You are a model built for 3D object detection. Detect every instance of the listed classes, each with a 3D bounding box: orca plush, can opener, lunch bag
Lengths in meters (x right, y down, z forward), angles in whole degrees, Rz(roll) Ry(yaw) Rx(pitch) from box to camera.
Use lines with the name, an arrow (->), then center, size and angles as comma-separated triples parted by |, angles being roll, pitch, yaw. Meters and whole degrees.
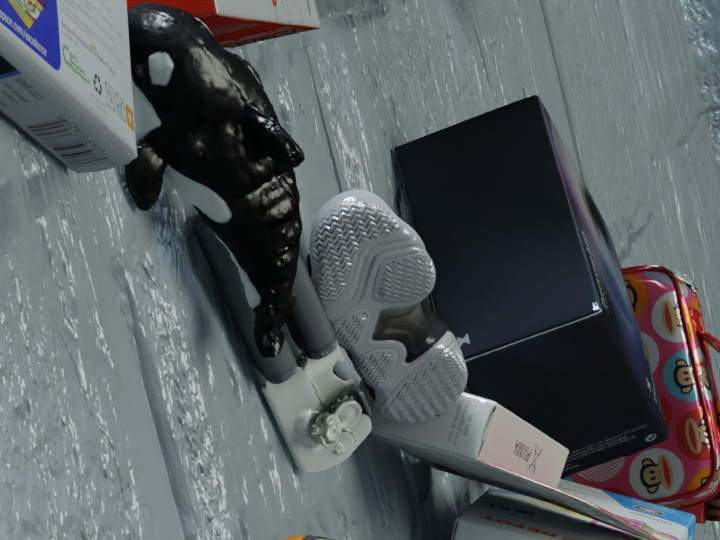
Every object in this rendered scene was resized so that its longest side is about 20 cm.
orca plush -> -0.063, -0.049, 1.470 | 0.105, 0.071, 0.201 | -25, 109, -41
can opener -> -0.047, 0.035, 1.601 | 0.066, 0.053, 0.200 | 42, -20, 49
lunch bag -> 0.221, 0.097, 2.253 | 0.082, 0.175, 0.201 | 24, 55, -71

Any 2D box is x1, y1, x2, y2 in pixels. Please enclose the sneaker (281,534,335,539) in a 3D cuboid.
sneaker -> -0.014, 0.243, 1.499 | 0.092, 0.075, 0.201 | -35, 111, -69

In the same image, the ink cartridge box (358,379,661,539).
ink cartridge box -> 0.104, 0.122, 1.822 | 0.045, 0.175, 0.200 | -71, 160, -6

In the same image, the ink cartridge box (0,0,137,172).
ink cartridge box -> -0.165, -0.173, 1.324 | 0.198, 0.047, 0.201 | 42, 37, -63

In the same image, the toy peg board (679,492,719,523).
toy peg board -> 0.348, 0.202, 2.633 | 0.200, 0.198, 0.098 | 13, 82, -73

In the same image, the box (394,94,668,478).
box -> 0.127, 0.017, 2.029 | 0.199, 0.123, 0.201 | 55, 18, -54

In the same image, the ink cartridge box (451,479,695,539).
ink cartridge box -> 0.144, 0.208, 1.923 | 0.200, 0.144, 0.085 | -28, 131, -74

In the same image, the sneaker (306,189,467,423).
sneaker -> 0.000, 0.000, 1.686 | 0.114, 0.075, 0.200 | 61, -3, 41

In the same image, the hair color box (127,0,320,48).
hair color box -> -0.087, -0.187, 1.576 | 0.200, 0.064, 0.111 | -9, 87, -73
